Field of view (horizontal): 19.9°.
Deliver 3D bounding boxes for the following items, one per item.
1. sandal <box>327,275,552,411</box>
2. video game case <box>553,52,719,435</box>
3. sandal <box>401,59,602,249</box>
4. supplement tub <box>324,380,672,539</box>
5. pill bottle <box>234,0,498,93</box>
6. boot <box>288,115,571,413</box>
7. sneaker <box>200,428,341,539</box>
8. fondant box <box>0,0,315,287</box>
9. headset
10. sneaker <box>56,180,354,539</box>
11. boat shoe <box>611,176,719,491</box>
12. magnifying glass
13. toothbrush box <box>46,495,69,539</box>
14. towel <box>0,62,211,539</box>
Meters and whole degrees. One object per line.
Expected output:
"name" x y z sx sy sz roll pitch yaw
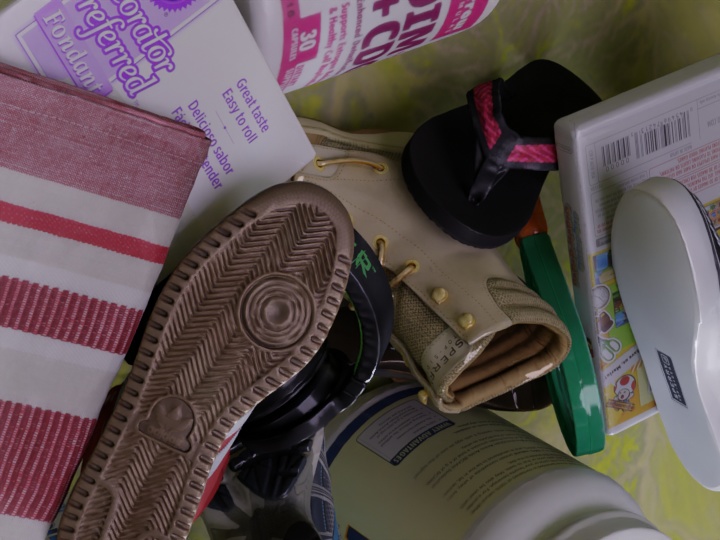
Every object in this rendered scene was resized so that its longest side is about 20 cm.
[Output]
"sandal" 0.023 0.035 1.127 0.198 0.055 0.083 5 79 -25
"video game case" 0.198 -0.028 1.118 0.199 0.023 0.183 -23 119 -26
"sandal" 0.083 -0.075 1.082 0.045 0.075 0.200 -52 175 38
"supplement tub" 0.068 0.157 1.115 0.144 0.200 0.146 -15 116 -33
"pill bottle" 0.002 -0.159 0.994 0.199 0.113 0.114 -23 120 -30
"boot" 0.000 0.000 1.025 0.199 0.156 0.073 0 135 -41
"sneaker" -0.044 0.138 1.044 0.077 0.201 0.087 -13 132 7
"fondant box" -0.134 -0.050 0.852 0.200 0.058 0.145 -40 126 -16
"headset" -0.060 0.027 0.983 0.123 0.200 0.094 36 41 -7
"sneaker" -0.069 0.046 0.909 0.071 0.112 0.201 32 94 -4
"boat shoe" 0.186 0.025 1.071 0.068 0.072 0.201 -33 125 -17
"magnifying glass" 0.100 0.003 1.112 0.022 0.202 0.080 -14 159 -3
"toothbrush box" -0.187 0.193 0.955 0.199 0.146 0.086 -16 117 -34
"towel" -0.153 0.018 0.818 0.143 0.023 0.201 16 101 -40
